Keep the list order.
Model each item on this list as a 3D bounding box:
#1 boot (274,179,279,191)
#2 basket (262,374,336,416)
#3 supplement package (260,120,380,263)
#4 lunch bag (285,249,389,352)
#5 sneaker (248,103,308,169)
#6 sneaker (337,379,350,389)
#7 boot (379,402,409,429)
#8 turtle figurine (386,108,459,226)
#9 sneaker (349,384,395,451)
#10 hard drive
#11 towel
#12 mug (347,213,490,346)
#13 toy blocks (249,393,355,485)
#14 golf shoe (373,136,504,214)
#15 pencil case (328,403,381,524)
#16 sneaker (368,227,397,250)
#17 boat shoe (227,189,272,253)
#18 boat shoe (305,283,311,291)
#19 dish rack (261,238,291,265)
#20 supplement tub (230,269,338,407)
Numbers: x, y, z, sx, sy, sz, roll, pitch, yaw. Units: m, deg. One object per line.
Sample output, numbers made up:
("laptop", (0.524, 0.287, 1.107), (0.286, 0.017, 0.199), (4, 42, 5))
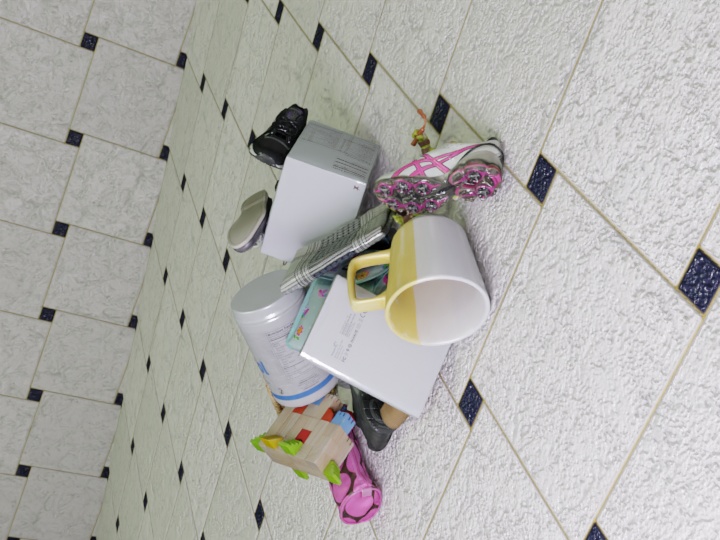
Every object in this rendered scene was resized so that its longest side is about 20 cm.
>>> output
("boot", (-0.114, -0.194, 1.989), (0.212, 0.078, 0.160), (-108, 39, -62))
("basket", (-0.152, 0.205, 1.895), (0.202, 0.147, 0.144), (-111, 36, -45))
("supplement package", (-0.069, -0.129, 1.710), (0.201, 0.145, 0.194), (-72, 1, -64))
("lunch bag", (-0.006, 0.055, 1.529), (0.169, 0.121, 0.203), (6, 68, 50))
("sneaker", (-0.141, -0.248, 1.705), (0.201, 0.075, 0.088), (-72, 8, -66))
("sneaker", (-0.045, 0.139, 1.781), (0.199, 0.104, 0.076), (38, 113, 29))
("boot", (0.061, 0.136, 1.541), (0.145, 0.070, 0.203), (-58, 37, 33))
("turtle figurine", (0.106, -0.148, 1.492), (0.162, 0.064, 0.201), (-50, 47, 20))
("sneaker", (0.009, 0.215, 1.626), (0.202, 0.075, 0.092), (-103, 21, -45))
("hard drive", (0.024, 0.112, 1.413), (0.133, 0.198, 0.026), (-64, 8, -15))
("towel", (-0.032, -0.045, 1.523), (0.191, 0.035, 0.200), (-31, 10, 16))
("mug", (0.088, -0.003, 1.381), (0.150, 0.184, 0.155), (124, 153, -42))
("toy blocks", (-0.075, 0.267, 1.617), (0.198, 0.100, 0.137), (6, 50, 47))
("golf shoe", (0.114, -0.139, 1.391), (0.197, 0.073, 0.093), (-8, 46, 24))
("pencil case", (-0.022, 0.329, 1.648), (0.094, 0.090, 0.201), (-59, 35, 29))
("sneaker", (0.000, 0.000, 1.683), (0.074, 0.081, 0.202), (-111, 35, -43))
("boat shoe", (-0.181, -0.075, 1.684), (0.072, 0.063, 0.201), (-24, 24, 15))
("boat shoe", (-0.066, 0.049, 1.730), (0.200, 0.069, 0.072), (40, -122, -83))
("dish rack", (-0.115, -0.049, 1.820), (0.055, 0.197, 0.154), (-62, 30, 22))
("supplement tub", (-0.124, 0.116, 1.627), (0.202, 0.131, 0.132), (66, 167, -24))
